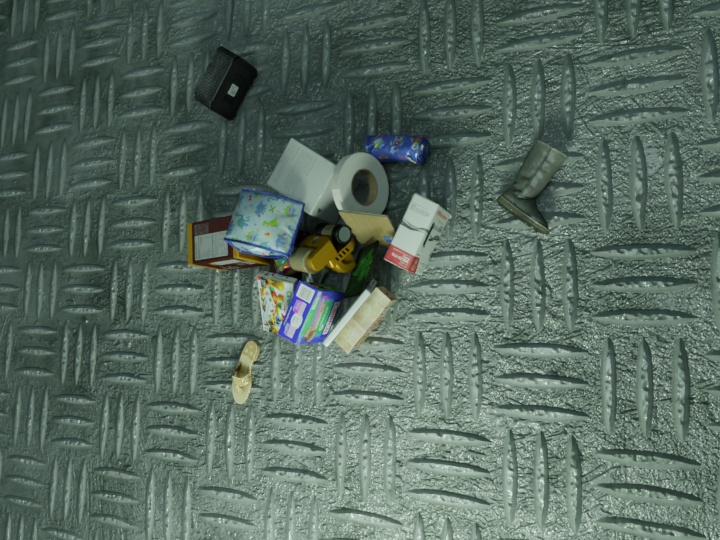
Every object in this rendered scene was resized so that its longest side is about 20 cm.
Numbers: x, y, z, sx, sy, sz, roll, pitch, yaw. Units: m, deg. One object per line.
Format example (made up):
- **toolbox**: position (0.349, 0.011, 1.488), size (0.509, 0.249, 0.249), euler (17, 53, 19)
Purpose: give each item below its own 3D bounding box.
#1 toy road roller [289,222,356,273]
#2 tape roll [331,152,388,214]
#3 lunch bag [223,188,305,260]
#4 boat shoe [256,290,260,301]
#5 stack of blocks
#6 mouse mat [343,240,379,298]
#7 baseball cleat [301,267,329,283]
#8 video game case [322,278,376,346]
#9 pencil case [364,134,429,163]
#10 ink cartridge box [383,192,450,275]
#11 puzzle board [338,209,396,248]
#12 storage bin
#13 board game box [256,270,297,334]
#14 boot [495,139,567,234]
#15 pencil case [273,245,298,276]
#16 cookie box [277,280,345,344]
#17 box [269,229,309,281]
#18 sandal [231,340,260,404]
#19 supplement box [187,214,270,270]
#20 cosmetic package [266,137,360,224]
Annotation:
- **toy road roller**: position (-0.097, -0.039, 1.632), size (0.200, 0.147, 0.122), euler (-43, 30, -27)
- **tape roll**: position (0.001, -0.241, 1.621), size (0.037, 0.201, 0.206), euler (2, 84, 48)
- **lunch bag**: position (-0.267, -0.129, 1.607), size (0.197, 0.127, 0.172), euler (9, 75, 24)
- **boat shoe**: position (-0.258, 0.132, 1.766), size (0.199, 0.070, 0.064), euler (33, 121, 23)
- **stack of blocks**: position (0.019, 0.140, 1.613), size (0.058, 0.115, 0.201), euler (41, 101, 11)
- **mouse mat**: position (0.000, 0.000, 1.604), size (0.007, 0.200, 0.163), euler (21, 78, -14)
- **baseball cleat**: position (-0.165, 0.022, 1.730), size (0.106, 0.070, 0.202), euler (32, 88, 0)
- **video game case**: position (-0.028, 0.117, 1.608), size (0.022, 0.182, 0.201), euler (39, 101, 0)
- **pencil case**: position (0.106, -0.358, 1.651), size (0.197, 0.078, 0.088), euler (8, 65, 26)
- **ink cartridge box**: position (0.163, -0.099, 1.562), size (0.083, 0.144, 0.202), euler (27, 96, 22)
- **puzzle board**: position (0.037, -0.117, 1.596), size (0.149, 0.200, 0.018), euler (9, 69, 24)
- **storage bin**: position (-0.462, -0.639, 1.905), size (0.093, 0.135, 0.202), euler (33, 98, 23)
- **board game box**: position (-0.243, 0.106, 1.679), size (0.125, 0.035, 0.203), euler (12, 122, 22)
- **boot**: position (0.482, -0.223, 1.481), size (0.182, 0.072, 0.201), euler (42, 95, 20)
- **pencil case**: position (-0.246, -0.075, 1.699), size (0.088, 0.088, 0.202), euler (-28, 71, 19)
- **cookie box**: position (-0.137, 0.125, 1.642), size (0.075, 0.199, 0.173), euler (26, 96, 23)
- **box**: position (-0.230, -0.031, 1.772), size (0.099, 0.075, 0.203), euler (5, 88, 25)
- **sandal**: position (-0.391, 0.331, 1.805), size (0.077, 0.069, 0.215), euler (18, 92, 25)
- **supplement box**: position (-0.419, -0.084, 1.793), size (0.197, 0.197, 0.135), euler (-7, 81, 22)
- **cosmetic package**: position (-0.142, -0.272, 1.706), size (0.199, 0.165, 0.166), euler (36, 99, 23)
